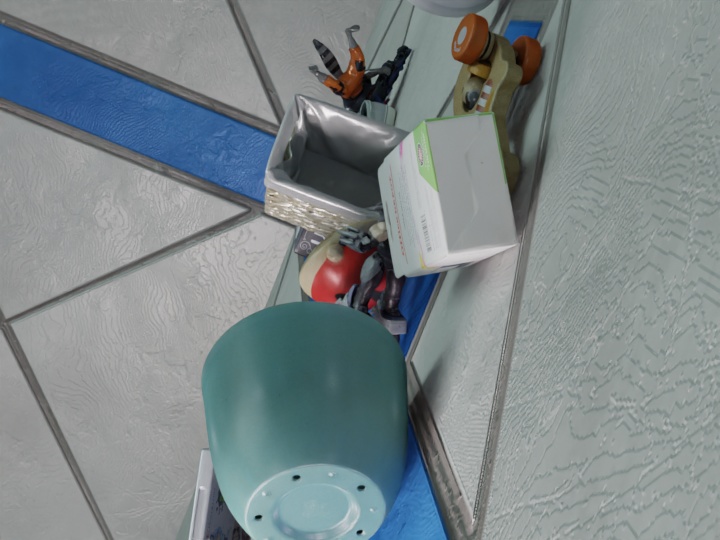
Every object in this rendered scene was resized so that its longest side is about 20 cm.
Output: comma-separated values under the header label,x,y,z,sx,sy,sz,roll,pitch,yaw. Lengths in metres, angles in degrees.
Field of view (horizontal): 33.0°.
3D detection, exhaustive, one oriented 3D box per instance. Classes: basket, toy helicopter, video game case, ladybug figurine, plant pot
label,x,y,z,sx,sy,sz,roll,pitch,yaw
basket,-0.023,-0.122,1.613,0.124,0.197,0.137,119,170,-67
toy helicopter,0.115,-0.136,1.155,0.133,0.078,0.202,-54,28,40
video game case,-0.176,0.333,1.559,0.200,0.023,0.185,54,-139,-71
ladybug figurine,0.000,0.000,1.406,0.135,0.072,0.200,-37,-14,12
plant pot,-0.045,0.158,1.099,0.162,0.198,0.202,-99,29,-50

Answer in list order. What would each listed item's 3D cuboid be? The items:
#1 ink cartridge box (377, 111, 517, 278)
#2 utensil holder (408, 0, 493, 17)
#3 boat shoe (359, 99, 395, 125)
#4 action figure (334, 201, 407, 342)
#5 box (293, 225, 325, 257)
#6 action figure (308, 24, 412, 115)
label,x,y,z,sx,sy,sz,roll,pitch,yaw
ink cartridge box,0.073,-0.061,1.101,0.200,0.066,0.119,151,109,-77
utensil holder,0.130,-0.421,1.425,0.200,0.168,0.172,132,157,-66
boat shoe,0.010,-0.219,2.061,0.202,0.071,0.070,-78,12,-49
action figure,0.027,-0.010,1.286,0.069,0.128,0.202,48,125,50
box,-0.017,-0.117,1.839,0.132,0.113,0.202,-94,27,-71
action figure,0.000,-0.349,2.179,0.201,0.104,0.194,-55,-42,-22
